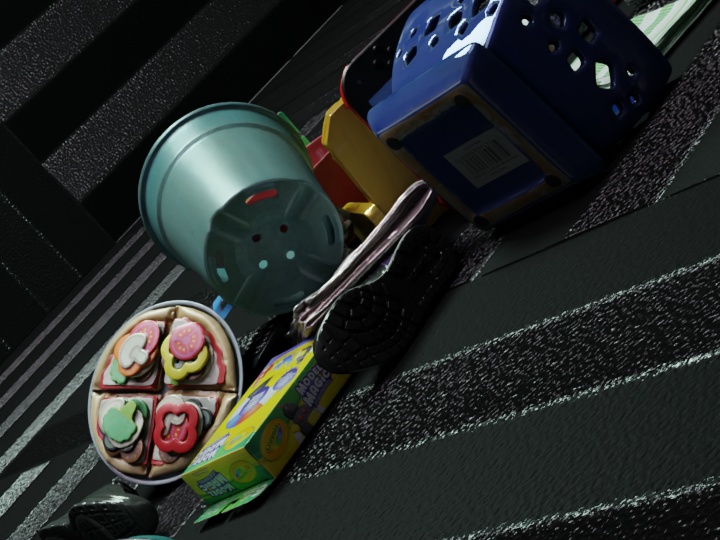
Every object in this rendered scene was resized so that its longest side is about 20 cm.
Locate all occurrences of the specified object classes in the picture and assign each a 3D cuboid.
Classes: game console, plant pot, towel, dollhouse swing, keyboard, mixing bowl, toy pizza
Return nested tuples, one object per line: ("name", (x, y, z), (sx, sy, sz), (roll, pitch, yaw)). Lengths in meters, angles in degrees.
("game console", (0.095, -0.180, 1.741), (0.177, 0.200, 0.031), (-45, 4, -11))
("plant pot", (0.139, -0.162, 1.573), (0.200, 0.200, 0.180), (-27, 26, 50))
("towel", (0.278, -0.233, 1.765), (0.153, 0.023, 0.200), (-47, 13, -22))
("plant pot", (-0.116, -0.056, 1.761), (0.200, 0.200, 0.196), (-42, 28, 0))
("dollhouse swing", (0.043, -0.147, 1.851), (0.200, 0.176, 0.182), (-45, 13, -8))
("keyboard", (-0.108, 0.063, 1.830), (0.104, 0.040, 0.200), (-53, 6, -13))
("towel", (0.000, 0.000, 1.685), (0.191, 0.032, 0.200), (-45, -5, -10))
("mixing bowl", (-0.059, -0.076, 2.082), (0.200, 0.108, 0.200), (-40, 13, 11))
("toy pizza", (-0.211, 0.125, 1.760), (0.200, 0.032, 0.201), (-11, 68, 27))

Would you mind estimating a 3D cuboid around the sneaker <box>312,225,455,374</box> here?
("sneaker", (0.013, 0.045, 1.570), (0.200, 0.076, 0.088), (-44, 1, -42))

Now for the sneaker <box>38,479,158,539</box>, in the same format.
("sneaker", (-0.252, 0.245, 1.688), (0.091, 0.076, 0.200), (-42, 12, -35))

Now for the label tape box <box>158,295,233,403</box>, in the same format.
("label tape box", (-0.176, 0.113, 1.849), (0.200, 0.063, 0.144), (-50, 12, 6))

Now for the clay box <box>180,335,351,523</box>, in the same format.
("clay box", (-0.088, 0.144, 1.564), (0.115, 0.048, 0.200), (-30, 17, 48))

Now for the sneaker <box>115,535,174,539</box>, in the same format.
("sneaker", (-0.206, 0.263, 1.481), (0.080, 0.078, 0.200), (-41, 8, -39))

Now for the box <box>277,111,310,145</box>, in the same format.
("box", (-0.163, -0.145, 2.626), (0.200, 0.117, 0.048), (-41, 13, 2))

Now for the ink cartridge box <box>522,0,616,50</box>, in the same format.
("ink cartridge box", (0.261, -0.324, 2.066), (0.200, 0.050, 0.109), (-44, 12, -10))

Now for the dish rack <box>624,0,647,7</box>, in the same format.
("dish rack", (0.374, -0.375, 1.877), (0.153, 0.055, 0.200), (-48, 13, -27))

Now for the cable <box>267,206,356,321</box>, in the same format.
("cable", (-0.058, -0.002, 1.867), (0.200, 0.097, 0.050), (-28, -7, 42))
